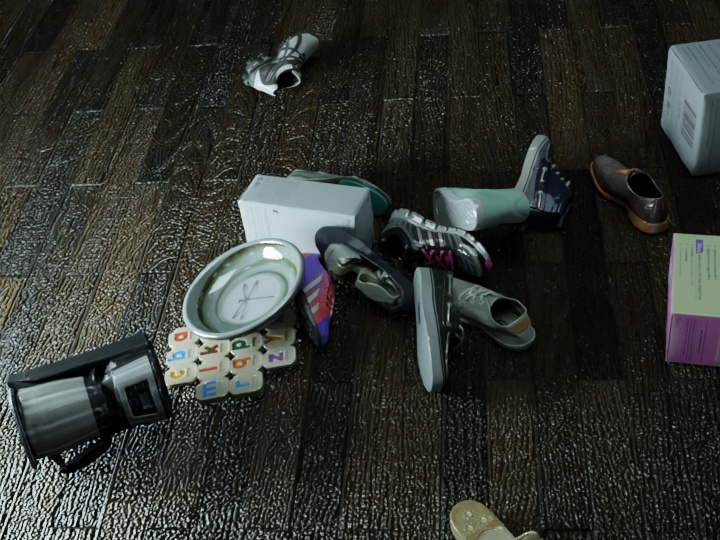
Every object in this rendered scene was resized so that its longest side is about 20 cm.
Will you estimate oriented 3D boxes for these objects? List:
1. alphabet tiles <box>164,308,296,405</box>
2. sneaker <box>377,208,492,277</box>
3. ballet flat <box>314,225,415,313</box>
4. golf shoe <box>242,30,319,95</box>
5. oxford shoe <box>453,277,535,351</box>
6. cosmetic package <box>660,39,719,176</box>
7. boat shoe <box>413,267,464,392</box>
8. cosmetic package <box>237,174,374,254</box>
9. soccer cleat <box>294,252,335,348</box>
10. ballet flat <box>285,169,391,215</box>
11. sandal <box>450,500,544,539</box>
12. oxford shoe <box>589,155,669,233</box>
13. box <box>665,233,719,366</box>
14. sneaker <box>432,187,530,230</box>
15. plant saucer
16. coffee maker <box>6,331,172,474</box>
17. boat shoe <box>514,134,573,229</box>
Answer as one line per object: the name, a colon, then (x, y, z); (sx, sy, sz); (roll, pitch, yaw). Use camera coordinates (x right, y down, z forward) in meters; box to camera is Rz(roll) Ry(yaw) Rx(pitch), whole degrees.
alphabet tiles: (-0.189, 0.115, 1.604); (0.195, 0.015, 0.200); (-11, 40, 4)
sneaker: (0.108, -0.026, 1.697); (0.200, 0.074, 0.087); (26, 57, 30)
ballet flat: (0.000, 0.000, 1.645); (0.200, 0.073, 0.073); (36, 53, 16)
golf shoe: (-0.139, -0.406, 2.187); (0.094, 0.078, 0.200); (38, 57, 19)
oxford shoe: (0.176, 0.049, 1.608); (0.075, 0.058, 0.200); (-35, 46, -25)
cosmetic package: (0.637, -0.282, 1.849); (0.199, 0.168, 0.167); (-8, 40, -3)
boat shoe: (0.115, 0.080, 1.553); (0.063, 0.071, 0.200); (3, 56, -8)
cosmetic package: (-0.083, -0.079, 1.752); (0.199, 0.113, 0.081); (8, 42, 20)
soccer cleat: (-0.066, 0.038, 1.649); (0.073, 0.068, 0.200); (-10, 38, -10)
ballet flat: (-0.035, -0.140, 1.853); (0.199, 0.068, 0.064); (9, 36, 18)
sandal: (0.180, 0.328, 1.268); (0.078, 0.070, 0.212); (-30, 46, -25)
oxford shoe: (0.442, -0.144, 1.785); (0.071, 0.073, 0.200); (-20, 42, -14)
box: (0.535, 0.044, 1.534); (0.199, 0.097, 0.176); (4, 41, 13)
sneaker: (0.194, -0.097, 1.744); (0.118, 0.074, 0.200); (-7, 11, -18)
plant saucer: (-0.165, 0.038, 1.622); (0.200, 0.050, 0.200); (-18, 40, 16)
coffee maker: (-0.369, 0.160, 1.491); (0.199, 0.135, 0.192); (-17, 41, -13)
boat shoe: (0.312, -0.143, 1.811); (0.092, 0.075, 0.200); (13, 53, 15)
